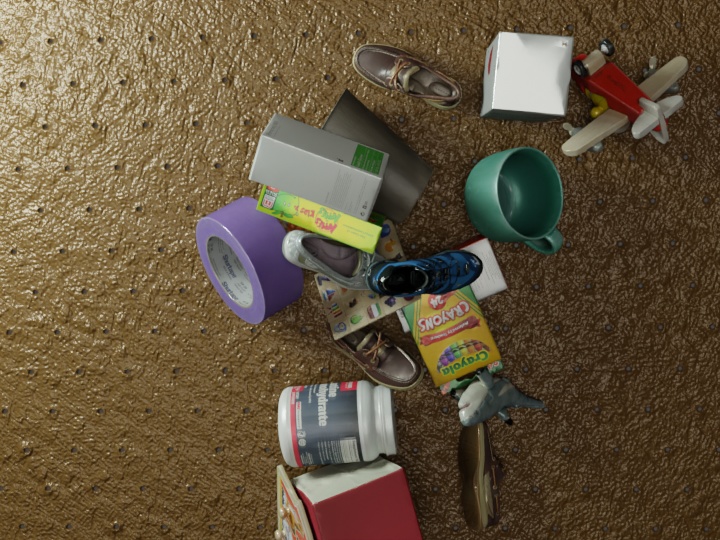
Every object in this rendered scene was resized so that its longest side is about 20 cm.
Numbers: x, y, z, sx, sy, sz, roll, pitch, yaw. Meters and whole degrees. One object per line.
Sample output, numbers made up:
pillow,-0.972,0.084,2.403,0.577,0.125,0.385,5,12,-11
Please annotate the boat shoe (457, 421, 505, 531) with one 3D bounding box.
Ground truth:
boat shoe,0.226,0.366,1.562,0.071,0.072,0.203,-1,86,-27

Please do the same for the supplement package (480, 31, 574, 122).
supplement package,0.267,-0.312,1.406,0.118,0.200,0.123,6,96,2

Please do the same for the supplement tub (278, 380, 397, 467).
supplement tub,-0.039,0.269,1.518,0.197,0.140,0.142,-6,96,3

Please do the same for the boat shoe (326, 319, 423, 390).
boat shoe,0.019,0.137,1.483,0.199,0.072,0.072,33,78,32

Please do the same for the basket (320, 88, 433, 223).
basket,0.014,-0.181,1.471,0.199,0.136,0.181,31,111,-5

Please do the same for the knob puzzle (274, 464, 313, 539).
knob puzzle,-0.116,0.473,1.493,0.030,0.219,0.222,-12,97,-21

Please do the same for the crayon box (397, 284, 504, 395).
crayon box,0.159,0.110,1.478,0.126,0.051,0.202,-25,99,6

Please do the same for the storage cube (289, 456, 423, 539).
storage cube,-0.005,0.439,1.500,0.198,0.171,0.182,-18,96,-18

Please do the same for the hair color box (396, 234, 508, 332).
hair color box,0.149,0.022,1.520,0.198,0.061,0.102,-23,97,5

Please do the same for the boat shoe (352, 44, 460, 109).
boat shoe,0.080,-0.332,1.460,0.198,0.072,0.073,26,98,0

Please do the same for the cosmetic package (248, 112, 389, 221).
cosmetic package,-0.064,-0.163,1.359,0.198,0.108,0.085,20,121,-4

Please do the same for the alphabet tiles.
alphabet tiles,0.000,0.000,1.492,0.166,0.008,0.202,-26,60,12

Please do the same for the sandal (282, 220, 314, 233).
sandal,-0.060,-0.062,1.488,0.079,0.059,0.207,-40,93,12

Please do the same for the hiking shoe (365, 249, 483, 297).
hiking shoe,0.110,0.014,1.382,0.198,0.087,0.075,-10,102,-11

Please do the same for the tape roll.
tape roll,-0.189,-0.016,1.459,0.085,0.199,0.202,-30,95,-30

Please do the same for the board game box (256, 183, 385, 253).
board game box,-0.061,-0.093,1.398,0.198,0.102,0.048,21,105,0

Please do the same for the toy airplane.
toy airplane,0.441,-0.273,1.432,0.198,0.141,0.201,3,65,16

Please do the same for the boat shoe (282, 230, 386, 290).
boat shoe,-0.029,-0.017,1.402,0.200,0.065,0.075,22,79,-27

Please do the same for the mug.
mug,0.254,-0.109,1.458,0.151,0.114,0.187,-12,94,-32

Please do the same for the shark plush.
shark plush,0.240,0.239,1.511,0.091,0.199,0.084,-38,53,30
